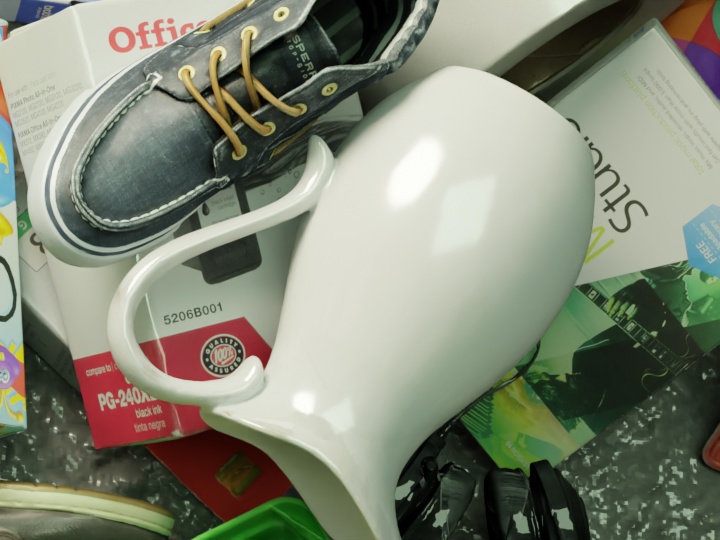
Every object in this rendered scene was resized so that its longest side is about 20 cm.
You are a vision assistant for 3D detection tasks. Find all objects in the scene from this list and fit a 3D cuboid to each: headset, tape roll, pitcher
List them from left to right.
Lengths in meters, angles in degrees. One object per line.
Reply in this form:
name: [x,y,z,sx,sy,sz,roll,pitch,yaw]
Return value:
pitcher: [0.000,0.000,0.963,0.171,0.121,0.200,37,76,-19]
headset: [0.054,0.118,1.054,0.123,0.094,0.201,10,86,-2]
tape roll: [0.061,-0.160,1.113,0.202,0.203,0.139,-30,81,-24]

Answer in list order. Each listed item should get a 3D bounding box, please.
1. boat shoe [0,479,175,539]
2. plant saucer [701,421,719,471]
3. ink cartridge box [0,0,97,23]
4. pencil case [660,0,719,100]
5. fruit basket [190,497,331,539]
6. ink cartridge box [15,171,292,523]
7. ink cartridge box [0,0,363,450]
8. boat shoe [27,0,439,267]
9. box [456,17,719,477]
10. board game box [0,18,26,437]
boat shoe: [-0.186,0.127,1.008,0.200,0.072,0.066,6,79,-14]
plant saucer: [0.306,0.053,1.136,0.199,0.200,0.037,22,33,-7]
ink cartridge box: [-0.211,-0.192,1.128,0.199,0.042,0.120,6,70,-12]
pencil case: [0.162,-0.067,1.177,0.088,0.088,0.200,34,66,-3]
fruit basket: [-0.071,0.198,0.942,0.215,0.216,0.156,-24,79,-23]
ink cartridge box: [-0.077,0.006,1.095,0.200,0.050,0.161,42,65,3]
ink cartridge box: [-0.070,-0.032,1.036,0.145,0.083,0.201,-15,90,-34]
boat shoe: [-0.054,-0.078,0.950,0.200,0.091,0.071,-43,105,-30]
box: [0.110,-0.005,1.087,0.200,0.036,0.144,-39,95,16]
board game box: [-0.227,-0.020,1.005,0.103,0.105,0.201,17,60,-51]
